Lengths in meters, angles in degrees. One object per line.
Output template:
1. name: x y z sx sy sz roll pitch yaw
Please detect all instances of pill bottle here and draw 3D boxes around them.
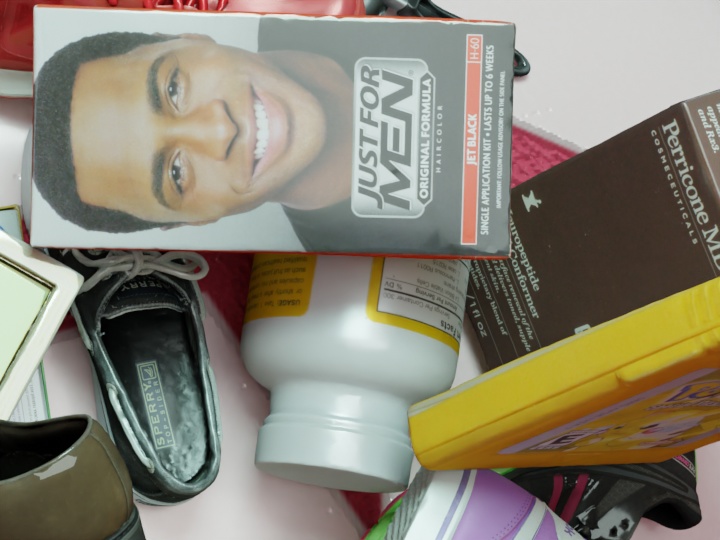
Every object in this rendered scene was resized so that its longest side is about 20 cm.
1. pill bottle: 0.000 0.000 0.795 0.104 0.104 0.201 13 75 -17

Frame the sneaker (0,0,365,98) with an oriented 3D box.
1. sneaker: -0.101 -0.127 0.742 0.199 0.116 0.079 -5 65 6

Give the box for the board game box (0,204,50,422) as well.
1. board game box: -0.239 0.058 0.730 0.199 0.040 0.154 -6 81 -21

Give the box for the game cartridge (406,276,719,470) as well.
1. game cartridge: 0.148 0.043 0.698 0.176 0.200 0.033 4 69 -42

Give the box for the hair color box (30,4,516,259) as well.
1. hair color box: -0.037 -0.057 0.709 0.199 0.061 0.102 0 93 -4

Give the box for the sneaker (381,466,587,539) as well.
1. sneaker: 0.039 0.186 0.710 0.114 0.073 0.201 32 71 -5

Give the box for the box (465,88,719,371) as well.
1. box: 0.128 -0.009 0.788 0.075 0.200 0.101 -18 85 -35

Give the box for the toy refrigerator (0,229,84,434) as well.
1. toy refrigerator: -0.222 -0.010 0.689 0.199 0.070 0.076 31 73 -12

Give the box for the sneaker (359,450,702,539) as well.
1. sneaker: 0.089 0.124 0.817 0.199 0.077 0.084 -16 81 -21

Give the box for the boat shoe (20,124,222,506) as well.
1. boat shoe: -0.108 0.010 0.773 0.073 0.068 0.200 -8 81 -21

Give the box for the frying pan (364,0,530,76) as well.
1. frying pan: -0.006 -0.141 0.867 0.190 0.031 0.115 45 69 -3

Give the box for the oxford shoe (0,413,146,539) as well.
1. oxford shoe: -0.188 0.087 0.655 0.199 0.073 0.085 -8 115 1
